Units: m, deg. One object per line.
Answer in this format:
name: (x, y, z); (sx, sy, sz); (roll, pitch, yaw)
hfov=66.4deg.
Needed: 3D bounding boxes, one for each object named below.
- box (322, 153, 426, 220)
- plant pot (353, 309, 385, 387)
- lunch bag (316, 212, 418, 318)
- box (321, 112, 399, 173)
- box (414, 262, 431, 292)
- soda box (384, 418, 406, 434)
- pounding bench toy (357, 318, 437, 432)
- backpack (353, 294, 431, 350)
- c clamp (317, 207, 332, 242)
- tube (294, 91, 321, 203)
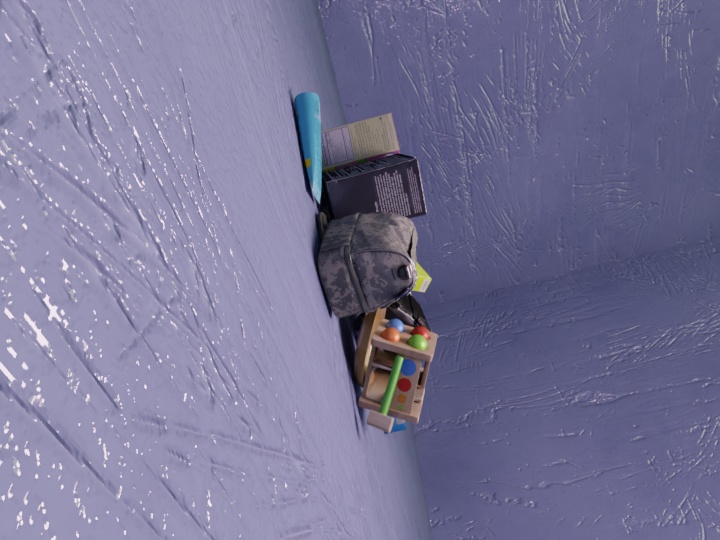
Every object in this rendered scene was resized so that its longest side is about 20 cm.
box: (0.022, -0.168, 1.199); (0.200, 0.193, 0.127); (-117, -166, -74)
plant pot: (0.019, 0.135, 1.125); (0.200, 0.027, 0.206); (14, 89, -80)
lunch bag: (0.024, -0.020, 0.996); (0.201, 0.163, 0.142); (-74, 146, -63)
box: (0.000, -0.291, 1.386); (0.176, 0.194, 0.100); (57, 20, -78)
box: (0.078, -0.027, 1.373); (0.048, 0.119, 0.201); (-62, -141, 22)
soda box: (0.074, 0.329, 1.486); (0.068, 0.062, 0.206); (-81, 158, -78)
pounding bench toy: (0.070, 0.196, 1.058); (0.200, 0.121, 0.161); (-46, 149, -72)
backpack: (0.074, 0.111, 1.322); (0.176, 0.152, 0.201); (36, 17, -10)
c clamp: (-0.053, -0.036, 1.108); (0.171, 0.026, 0.206); (54, 24, -80)
tube: (-0.093, -0.238, 1.058); (0.077, 0.049, 0.206); (44, 39, -75)
